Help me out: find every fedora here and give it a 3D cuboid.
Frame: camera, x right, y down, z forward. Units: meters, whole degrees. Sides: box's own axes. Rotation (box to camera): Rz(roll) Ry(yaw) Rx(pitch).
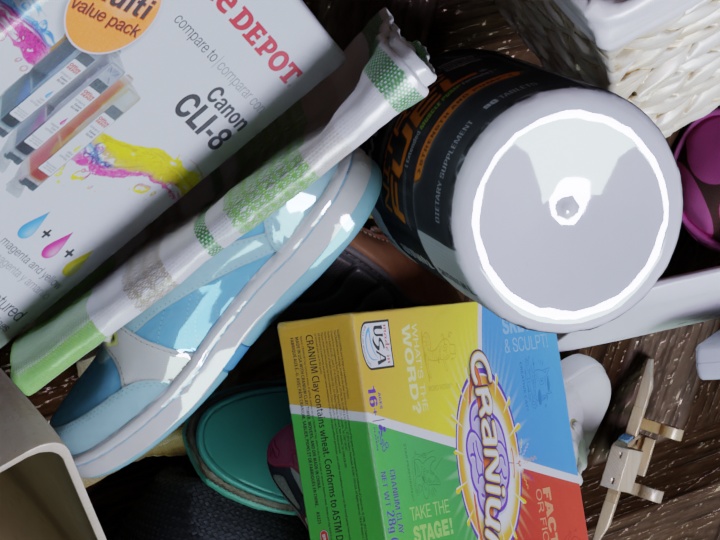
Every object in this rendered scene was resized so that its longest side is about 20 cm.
[{"bbox_3d":[-0.063,0.147,1.450,0.200,0.200,0.092,16,88,-49],"label":"fedora"}]

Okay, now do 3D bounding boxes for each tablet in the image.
[{"bbox_3d":[0.205,0.011,1.542,0.199,0.014,0.130,-12,169,-16],"label":"tablet"}]

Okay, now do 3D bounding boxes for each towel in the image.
[{"bbox_3d":[-0.057,-0.032,1.131,0.200,0.031,0.149,-37,-173,5],"label":"towel"}]

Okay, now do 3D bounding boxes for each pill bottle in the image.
[{"bbox_3d":[0.062,-0.042,1.257,0.106,0.200,0.107,-3,101,-15],"label":"pill bottle"}]

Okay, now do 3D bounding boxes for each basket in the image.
[{"bbox_3d":[0.156,-0.164,1.273,0.199,0.136,0.124,-30,149,-11],"label":"basket"}]

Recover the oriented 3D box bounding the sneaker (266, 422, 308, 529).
[{"bbox_3d":[0.009,0.148,1.361,0.074,0.081,0.200,-18,129,23],"label":"sneaker"}]

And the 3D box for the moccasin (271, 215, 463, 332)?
[{"bbox_3d":[0.001,-0.001,1.382,0.073,0.078,0.201,-24,156,25],"label":"moccasin"}]

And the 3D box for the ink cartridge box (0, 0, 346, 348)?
[{"bbox_3d":[-0.138,-0.096,1.081,0.200,0.145,0.145,-40,145,3],"label":"ink cartridge box"}]

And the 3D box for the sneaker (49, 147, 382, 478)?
[{"bbox_3d":[-0.100,-0.011,1.252,0.130,0.080,0.200,40,101,-17],"label":"sneaker"}]

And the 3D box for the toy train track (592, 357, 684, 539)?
[{"bbox_3d":[0.159,0.110,1.594,0.200,0.032,0.115,8,99,-81],"label":"toy train track"}]

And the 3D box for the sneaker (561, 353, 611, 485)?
[{"bbox_3d":[0.100,0.136,1.523,0.200,0.084,0.073,-55,149,-27],"label":"sneaker"}]

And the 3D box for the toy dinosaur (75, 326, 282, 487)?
[{"bbox_3d":[-0.097,0.067,1.382,0.200,0.058,0.101,-35,147,-3],"label":"toy dinosaur"}]

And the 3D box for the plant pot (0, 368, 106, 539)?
[{"bbox_3d":[-0.229,0.112,1.210,0.199,0.177,0.200,-29,144,-10],"label":"plant pot"}]

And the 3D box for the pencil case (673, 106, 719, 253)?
[{"bbox_3d":[0.268,-0.061,1.535,0.199,0.091,0.094,-10,125,-37],"label":"pencil case"}]

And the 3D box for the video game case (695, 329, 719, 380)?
[{"bbox_3d":[0.301,0.028,1.552,0.199,0.022,0.182,-5,-173,20],"label":"video game case"}]

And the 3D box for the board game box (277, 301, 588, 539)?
[{"bbox_3d":[0.039,0.091,1.305,0.040,0.154,0.200,-10,178,30],"label":"board game box"}]

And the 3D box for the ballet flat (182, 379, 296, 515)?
[{"bbox_3d":[-0.002,0.088,1.410,0.199,0.068,0.070,-1,177,-22],"label":"ballet flat"}]
